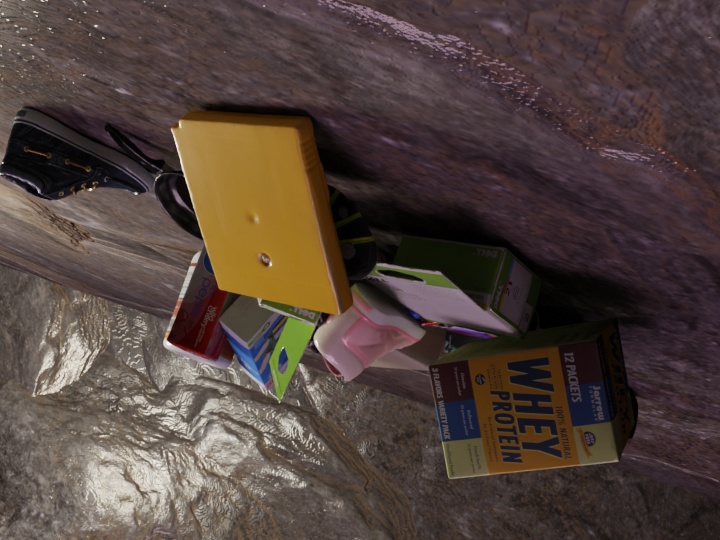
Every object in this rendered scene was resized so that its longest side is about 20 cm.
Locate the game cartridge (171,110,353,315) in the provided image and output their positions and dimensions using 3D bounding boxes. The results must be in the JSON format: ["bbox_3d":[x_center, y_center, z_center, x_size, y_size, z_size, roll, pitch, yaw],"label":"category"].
[{"bbox_3d":[-0.098,-0.060,0.941,0.174,0.032,0.203,11,124,36],"label":"game cartridge"}]

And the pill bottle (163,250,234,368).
[{"bbox_3d":[-0.223,0.041,1.466,0.110,0.203,0.112,18,169,4],"label":"pill bottle"}]

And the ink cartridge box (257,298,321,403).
[{"bbox_3d":[-0.095,0.033,1.129,0.075,0.203,0.148,21,-170,-16],"label":"ink cartridge box"}]

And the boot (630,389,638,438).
[{"bbox_3d":[0.383,0.224,1.650,0.166,0.078,0.200,5,155,38],"label":"boot"}]

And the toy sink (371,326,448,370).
[{"bbox_3d":[0.026,0.074,1.444,0.129,0.114,0.199,29,162,-28],"label":"toy sink"}]

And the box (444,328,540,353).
[{"bbox_3d":[0.238,0.110,1.335,0.198,0.037,0.143,8,-171,39],"label":"box"}]

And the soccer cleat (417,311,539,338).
[{"bbox_3d":[0.147,0.057,1.295,0.196,0.069,0.073,14,172,12],"label":"soccer cleat"}]

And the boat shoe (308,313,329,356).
[{"bbox_3d":[-0.069,0.069,1.330,0.072,0.071,0.201,36,152,24],"label":"boat shoe"}]

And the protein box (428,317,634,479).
[{"bbox_3d":[0.212,0.150,1.135,0.197,0.138,0.198,-11,180,22],"label":"protein box"}]

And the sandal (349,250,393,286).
[{"bbox_3d":[0.000,0.000,1.216,0.079,0.055,0.199,-11,-178,26],"label":"sandal"}]

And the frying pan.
[{"bbox_3d":[-0.233,-0.101,1.158,0.189,0.031,0.115,34,147,-1],"label":"frying pan"}]

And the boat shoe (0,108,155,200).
[{"bbox_3d":[-0.364,-0.122,1.211,0.199,0.092,0.070,27,166,-36],"label":"boat shoe"}]

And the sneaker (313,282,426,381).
[{"bbox_3d":[0.006,0.078,1.132,0.075,0.105,0.200,44,-171,22],"label":"sneaker"}]

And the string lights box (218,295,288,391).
[{"bbox_3d":[-0.139,0.092,1.393,0.059,0.103,0.201,36,161,19],"label":"string lights box"}]

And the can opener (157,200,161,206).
[{"bbox_3d":[-0.199,-0.079,1.232,0.198,0.068,0.052,14,171,44],"label":"can opener"}]

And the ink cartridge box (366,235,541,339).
[{"bbox_3d":[0.092,0.000,1.056,0.146,0.077,0.199,10,164,39],"label":"ink cartridge box"}]

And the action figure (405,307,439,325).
[{"bbox_3d":[0.072,0.043,1.241,0.196,0.067,0.052,-11,177,3],"label":"action figure"}]

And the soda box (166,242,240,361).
[{"bbox_3d":[-0.205,0.023,1.348,0.062,0.203,0.070,17,170,12],"label":"soda box"}]

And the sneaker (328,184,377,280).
[{"bbox_3d":[-0.058,-0.065,0.996,0.199,0.076,0.076,41,-177,12],"label":"sneaker"}]
